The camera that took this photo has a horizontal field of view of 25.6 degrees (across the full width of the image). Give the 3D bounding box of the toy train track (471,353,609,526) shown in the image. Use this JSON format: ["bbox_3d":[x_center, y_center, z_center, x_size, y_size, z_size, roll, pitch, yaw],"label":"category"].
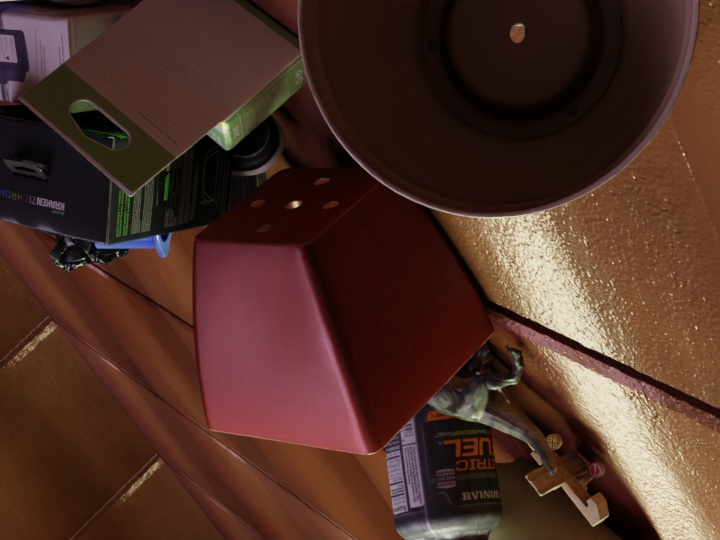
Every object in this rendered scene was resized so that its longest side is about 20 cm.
[{"bbox_3d":[0.165,0.144,1.458,0.201,0.033,0.114,51,-154,16],"label":"toy train track"}]

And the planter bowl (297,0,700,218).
[{"bbox_3d":[0.078,-0.131,0.832,0.200,0.200,0.135,44,-169,7],"label":"planter bowl"}]

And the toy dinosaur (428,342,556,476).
[{"bbox_3d":[0.108,0.103,1.432,0.198,0.089,0.047,24,-175,28],"label":"toy dinosaur"}]

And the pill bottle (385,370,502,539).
[{"bbox_3d":[0.078,0.190,1.510,0.106,0.105,0.203,129,135,-74],"label":"pill bottle"}]

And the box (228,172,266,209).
[{"bbox_3d":[-0.115,-0.025,1.551,0.158,0.050,0.202,83,-179,-64],"label":"box"}]

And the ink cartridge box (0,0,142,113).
[{"bbox_3d":[-0.256,-0.200,1.436,0.199,0.144,0.086,15,110,46],"label":"ink cartridge box"}]

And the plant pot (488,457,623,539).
[{"bbox_3d":[0.175,0.295,1.574,0.184,0.199,0.201,48,167,35],"label":"plant pot"}]

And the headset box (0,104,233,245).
[{"bbox_3d":[-0.236,-0.091,1.392,0.172,0.199,0.094,13,104,28],"label":"headset box"}]

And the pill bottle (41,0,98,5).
[{"bbox_3d":[-0.292,-0.302,1.438,0.199,0.112,0.113,20,150,57],"label":"pill bottle"}]

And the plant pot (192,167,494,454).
[{"bbox_3d":[-0.032,0.019,1.365,0.198,0.200,0.178,4,123,39],"label":"plant pot"}]

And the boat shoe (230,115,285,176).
[{"bbox_3d":[-0.145,-0.155,1.485,0.199,0.075,0.066,44,179,43],"label":"boat shoe"}]

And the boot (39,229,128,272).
[{"bbox_3d":[-0.285,-0.095,1.722,0.073,0.198,0.165,-10,99,24],"label":"boot"}]

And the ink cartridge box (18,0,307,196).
[{"bbox_3d":[-0.158,-0.151,1.301,0.145,0.200,0.048,38,159,22],"label":"ink cartridge box"}]

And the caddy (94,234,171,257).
[{"bbox_3d":[-0.229,-0.111,1.596,0.141,0.103,0.203,88,176,-84],"label":"caddy"}]
